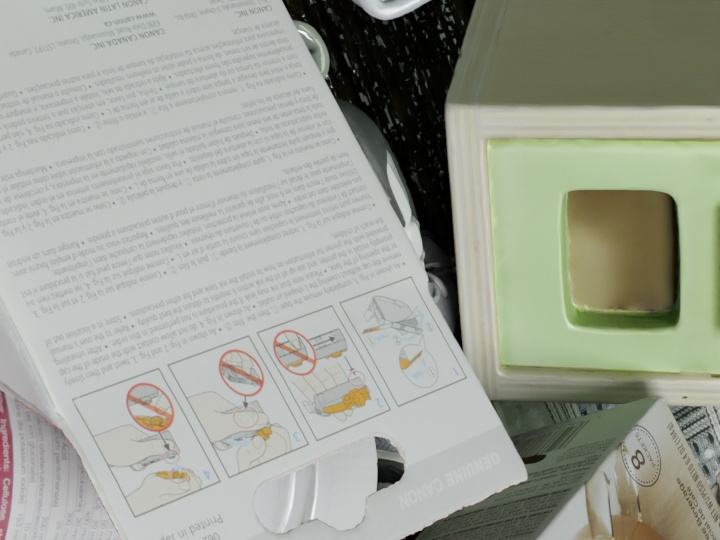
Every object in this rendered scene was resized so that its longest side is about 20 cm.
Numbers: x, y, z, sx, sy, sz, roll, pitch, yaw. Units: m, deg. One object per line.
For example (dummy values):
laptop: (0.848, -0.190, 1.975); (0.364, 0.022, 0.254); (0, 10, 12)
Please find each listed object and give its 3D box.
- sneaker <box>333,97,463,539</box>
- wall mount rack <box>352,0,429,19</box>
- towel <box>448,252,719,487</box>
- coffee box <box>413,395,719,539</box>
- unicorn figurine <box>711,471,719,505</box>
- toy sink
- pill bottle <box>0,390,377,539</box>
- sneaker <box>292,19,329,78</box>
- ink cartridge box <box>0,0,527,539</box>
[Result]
sneaker: (0.000, 0.000, 0.870); (0.116, 0.075, 0.201); (-68, 158, -49)
wall mount rack: (-0.018, -0.178, 0.861); (0.174, 0.074, 0.200); (60, 2, -8)
towel: (0.120, 0.064, 1.024); (0.192, 0.034, 0.201); (-25, 95, -48)
coffee box: (0.059, 0.147, 0.823); (0.200, 0.080, 0.115); (-42, 107, -47)
unicorn figurine: (0.154, 0.166, 0.979); (0.200, 0.074, 0.138); (66, 40, -56)
toy sink: (0.139, -0.027, 0.880); (0.112, 0.199, 0.131); (-72, 161, -56)
pill bottle: (-0.095, 0.063, 0.743); (0.200, 0.109, 0.110); (4, 73, -45)
sneaker: (-0.086, -0.043, 0.809); (0.200, 0.088, 0.074); (-42, 108, -44)
ink cartridge box: (-0.056, 0.003, 0.705); (0.161, 0.050, 0.201); (-19, 79, -45)
